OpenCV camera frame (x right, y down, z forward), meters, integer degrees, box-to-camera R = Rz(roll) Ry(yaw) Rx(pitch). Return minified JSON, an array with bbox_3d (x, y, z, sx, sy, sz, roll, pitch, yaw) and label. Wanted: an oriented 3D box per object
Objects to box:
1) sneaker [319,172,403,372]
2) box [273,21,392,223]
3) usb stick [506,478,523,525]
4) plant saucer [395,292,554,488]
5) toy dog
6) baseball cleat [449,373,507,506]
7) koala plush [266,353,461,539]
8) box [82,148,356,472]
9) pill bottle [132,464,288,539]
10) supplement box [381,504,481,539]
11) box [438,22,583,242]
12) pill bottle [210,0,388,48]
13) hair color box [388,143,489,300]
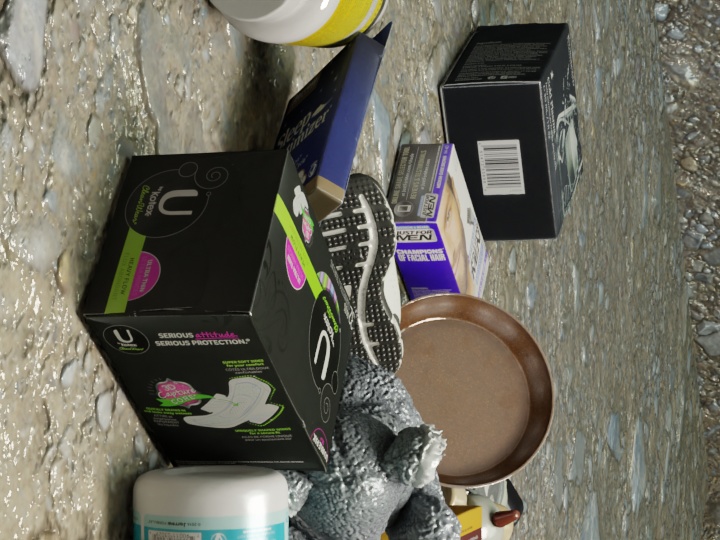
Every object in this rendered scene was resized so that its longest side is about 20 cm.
[{"bbox_3d":[0.000,0.000,1.787,0.080,0.074,0.200,-87,174,-66],"label":"sneaker"},{"bbox_3d":[-0.034,-0.113,1.583,0.032,0.121,0.200,30,53,-18],"label":"box"},{"bbox_3d":[0.116,0.193,2.068,0.200,0.033,0.055,57,25,-16],"label":"usb stick"},{"bbox_3d":[0.092,0.121,1.895,0.034,0.200,0.201,125,-26,-66],"label":"plant saucer"},{"bbox_3d":[0.109,0.299,1.869,0.132,0.096,0.200,0,85,-40],"label":"toy dog"},{"bbox_3d":[0.111,0.203,1.960,0.106,0.070,0.200,-63,144,-46],"label":"baseball cleat"},{"bbox_3d":[-0.016,0.154,1.495,0.200,0.177,0.184,74,8,-87],"label":"koala plush"},{"bbox_3d":[-0.094,0.031,1.371,0.200,0.124,0.149,69,25,-50],"label":"box"},{"bbox_3d":[-0.105,0.241,1.352,0.111,0.111,0.200,-3,93,-73],"label":"pill bottle"},{"bbox_3d":[0.024,0.318,1.722,0.197,0.133,0.200,3,87,-73],"label":"supplement box"},{"bbox_3d":[0.181,-0.164,2.258,0.197,0.124,0.200,-63,148,-59],"label":"box"},{"bbox_3d":[-0.054,-0.234,1.523,0.200,0.111,0.111,-17,106,-72],"label":"pill bottle"},{"bbox_3d":[0.083,-0.030,2.038,0.200,0.065,0.109,66,29,-48],"label":"hair color box"}]
